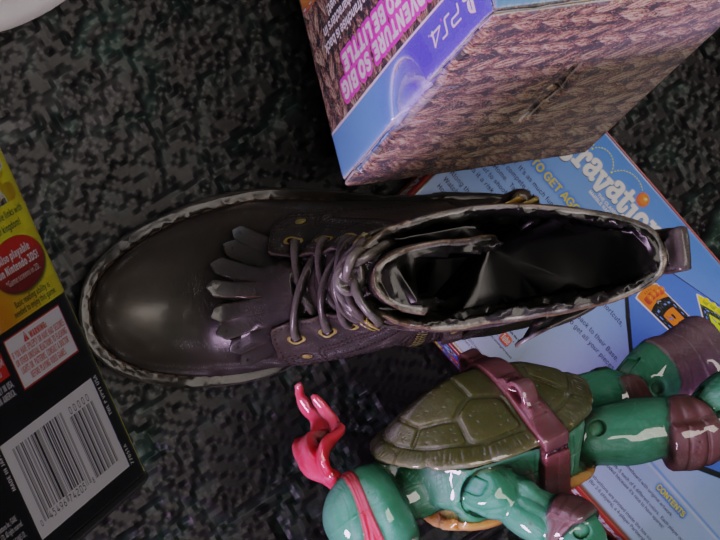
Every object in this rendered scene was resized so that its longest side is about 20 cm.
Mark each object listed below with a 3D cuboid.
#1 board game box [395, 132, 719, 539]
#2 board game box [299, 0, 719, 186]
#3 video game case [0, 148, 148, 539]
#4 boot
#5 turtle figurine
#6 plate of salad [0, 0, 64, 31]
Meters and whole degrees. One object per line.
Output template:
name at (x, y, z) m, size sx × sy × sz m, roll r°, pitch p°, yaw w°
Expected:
board game box at (0.096, 0.027, 1.068) m, size 0.103 × 0.019 × 0.200 m, roll -45°, pitch 104°, yaw -13°
board game box at (0.038, -0.152, 0.945) m, size 0.097 × 0.159 × 0.200 m, roll -9°, pitch 76°, yaw -20°
video game case at (-0.152, 0.025, 0.902) m, size 0.025 × 0.200 × 0.181 m, roll -19°, pitch 100°, yaw 25°
boot at (0.000, 0.000, 0.937) m, size 0.200 × 0.174 × 0.069 m, roll -9°, pitch 91°, yaw -2°
turtle figurine at (0.057, 0.076, 0.973) m, size 0.200 × 0.150 × 0.101 m, roll -22°, pitch 123°, yaw -18°
plate of salad at (-0.144, -0.179, 0.951) m, size 0.200 × 0.048 × 0.200 m, roll -9°, pitch 103°, yaw -44°
